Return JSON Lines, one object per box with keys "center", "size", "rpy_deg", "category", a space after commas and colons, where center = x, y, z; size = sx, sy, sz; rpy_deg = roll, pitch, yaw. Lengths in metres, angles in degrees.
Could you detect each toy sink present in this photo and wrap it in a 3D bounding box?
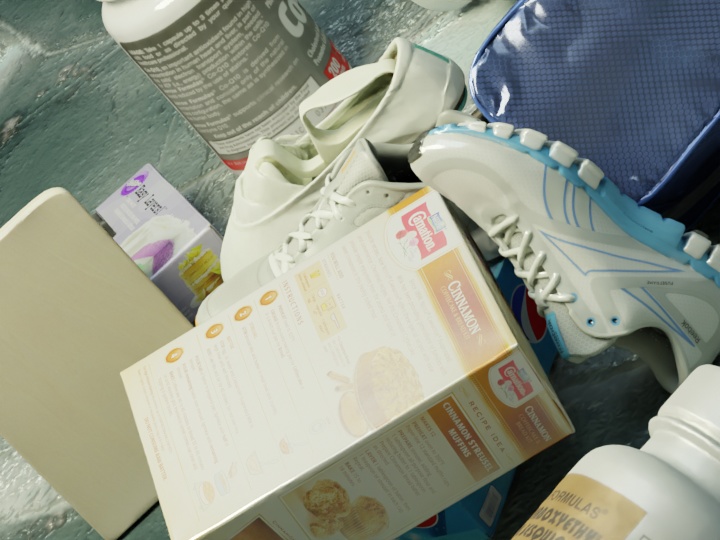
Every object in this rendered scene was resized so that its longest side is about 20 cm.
{"center": [-0.181, 0.042, 1.678], "size": [0.130, 0.200, 0.112], "rpy_deg": [-43, 28, -3], "category": "toy sink"}

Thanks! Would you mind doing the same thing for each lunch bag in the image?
{"center": [0.170, -0.124, 1.498], "size": [0.136, 0.132, 0.200], "rpy_deg": [44, 97, 18], "category": "lunch bag"}

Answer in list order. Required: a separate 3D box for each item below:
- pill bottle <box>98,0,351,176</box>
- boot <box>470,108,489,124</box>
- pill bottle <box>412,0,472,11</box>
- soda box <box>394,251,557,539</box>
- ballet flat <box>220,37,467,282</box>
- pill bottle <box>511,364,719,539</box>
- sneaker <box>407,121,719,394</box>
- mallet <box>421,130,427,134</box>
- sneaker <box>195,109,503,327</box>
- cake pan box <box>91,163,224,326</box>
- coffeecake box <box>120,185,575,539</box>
{"center": [-0.103, -0.169, 1.878], "size": [0.114, 0.200, 0.114], "rpy_deg": [-30, 30, 20], "category": "pill bottle"}
{"center": [0.030, -0.046, 1.680], "size": [0.200, 0.073, 0.150], "rpy_deg": [-55, 30, -13], "category": "boot"}
{"center": [0.096, -0.245, 1.802], "size": [0.200, 0.113, 0.113], "rpy_deg": [-31, 24, 55], "category": "pill bottle"}
{"center": [0.057, 0.056, 1.505], "size": [0.068, 0.064, 0.200], "rpy_deg": [-16, 37, 38], "category": "soda box"}
{"center": [-0.026, -0.071, 1.644], "size": [0.200, 0.069, 0.070], "rpy_deg": [-39, 27, 19], "category": "ballet flat"}
{"center": [0.124, 0.144, 1.243], "size": [0.200, 0.114, 0.114], "rpy_deg": [-48, 29, -12], "category": "pill bottle"}
{"center": [0.107, -0.003, 1.402], "size": [0.087, 0.200, 0.075], "rpy_deg": [-64, 10, -20], "category": "sneaker"}
{"center": [0.000, 0.000, 1.560], "size": [0.066, 0.041, 0.201], "rpy_deg": [3, 54, 20], "category": "mallet"}
{"center": [-0.008, -0.026, 1.496], "size": [0.199, 0.092, 0.076], "rpy_deg": [-29, 42, 0], "category": "sneaker"}
{"center": [-0.174, 0.022, 1.843], "size": [0.184, 0.052, 0.200], "rpy_deg": [-40, 22, -2], "category": "cake pan box"}
{"center": [-0.010, 0.067, 1.416], "size": [0.200, 0.073, 0.154], "rpy_deg": [-31, 37, 5], "category": "coffeecake box"}
